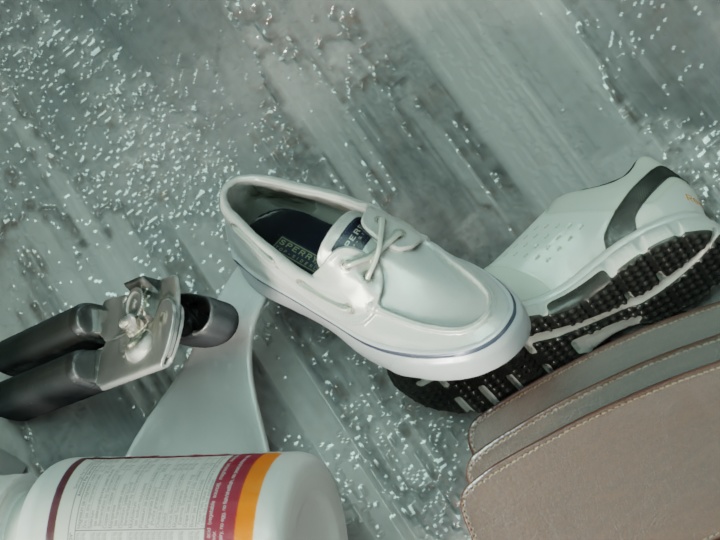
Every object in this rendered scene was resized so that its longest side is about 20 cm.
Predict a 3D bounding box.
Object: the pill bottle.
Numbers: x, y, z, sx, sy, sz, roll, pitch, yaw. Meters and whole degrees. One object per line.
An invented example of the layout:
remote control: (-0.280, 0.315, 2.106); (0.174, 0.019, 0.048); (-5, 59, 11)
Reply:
pill bottle: (-0.115, 0.153, 1.454); (0.199, 0.110, 0.110); (-3, 71, 21)

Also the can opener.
can opener: (-0.139, 0.049, 1.531); (0.200, 0.067, 0.054); (-22, 59, 54)

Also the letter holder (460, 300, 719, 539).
letter holder: (0.152, 0.090, 1.412); (0.200, 0.101, 0.142); (-24, 71, 11)

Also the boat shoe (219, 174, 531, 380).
boat shoe: (0.000, 0.000, 1.456); (0.200, 0.065, 0.074); (17, 60, 35)

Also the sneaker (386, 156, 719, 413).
sneaker: (0.103, 0.009, 1.491); (0.200, 0.074, 0.080); (-26, 48, 7)

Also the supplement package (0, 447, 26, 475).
supplement package: (-0.298, 0.107, 1.520); (0.117, 0.200, 0.118); (27, 83, 26)

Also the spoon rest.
spoon rest: (-0.079, 0.082, 1.528); (0.099, 0.061, 0.201); (12, 76, 23)
